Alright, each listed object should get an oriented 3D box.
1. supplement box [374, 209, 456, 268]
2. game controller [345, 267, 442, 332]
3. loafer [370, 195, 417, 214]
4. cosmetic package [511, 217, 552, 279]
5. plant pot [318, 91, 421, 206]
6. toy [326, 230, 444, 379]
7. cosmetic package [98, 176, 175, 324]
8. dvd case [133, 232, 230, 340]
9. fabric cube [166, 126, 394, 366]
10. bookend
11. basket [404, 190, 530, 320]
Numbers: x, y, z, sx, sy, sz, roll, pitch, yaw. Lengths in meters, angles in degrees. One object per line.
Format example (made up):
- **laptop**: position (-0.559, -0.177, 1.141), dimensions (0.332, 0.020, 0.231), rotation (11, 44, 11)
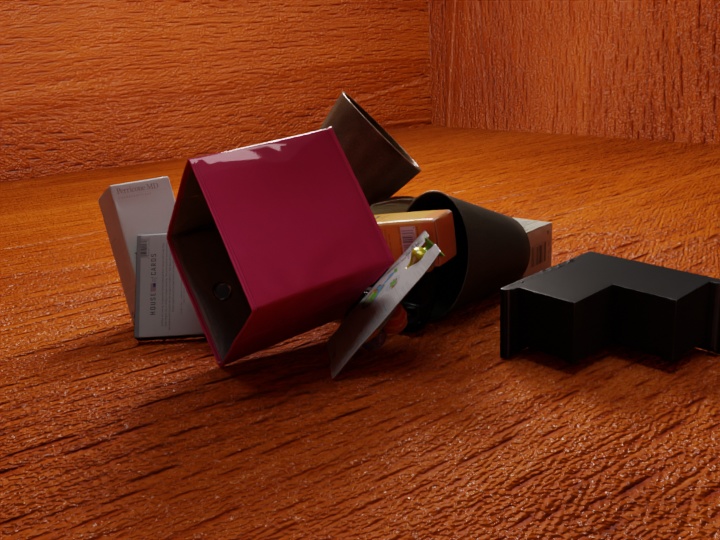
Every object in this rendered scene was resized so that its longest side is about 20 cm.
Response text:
- **supplement box**: position (0.032, -0.041, 1.059), dimensions (0.195, 0.071, 0.066), rotation (0, 16, 30)
- **game controller**: position (0.029, 0.024, 1.100), dimensions (0.197, 0.042, 0.106), rotation (12, 66, 41)
- **loafer**: position (0.023, -0.069, 1.221), dimensions (0.195, 0.078, 0.067), rotation (-15, 16, -8)
- **cosmetic package**: position (0.220, -0.043, 1.303), dimensions (0.197, 0.090, 0.102), rotation (13, 23, 42)
- **plant pot**: position (-0.028, -0.161, 1.289), dimensions (0.200, 0.186, 0.187), rotation (-46, 10, 12)
- **toy**: position (0.037, 0.048, 0.950), dimensions (0.047, 0.202, 0.115), rotation (35, 9, -14)
- **cosmetic package**: position (-0.319, -0.032, 1.153), dimensions (0.100, 0.205, 0.073), rotation (-15, -5, -37)
- **dvd case**: position (-0.223, 0.018, 1.083), dimensions (0.194, 0.155, 0.025), rotation (-3, -15, 1)
- **fabric cube**: position (-0.110, -0.029, 0.959), dimensions (0.196, 0.200, 0.200), rotation (-20, -16, -30)
- **bookend**: position (0.305, 0.060, 0.918), dimensions (0.196, 0.095, 0.197), rotation (-18, 23, -38)
- **basket**: position (0.163, -0.027, 1.147), dimensions (0.134, 0.186, 0.197), rotation (14, 13, 40)
